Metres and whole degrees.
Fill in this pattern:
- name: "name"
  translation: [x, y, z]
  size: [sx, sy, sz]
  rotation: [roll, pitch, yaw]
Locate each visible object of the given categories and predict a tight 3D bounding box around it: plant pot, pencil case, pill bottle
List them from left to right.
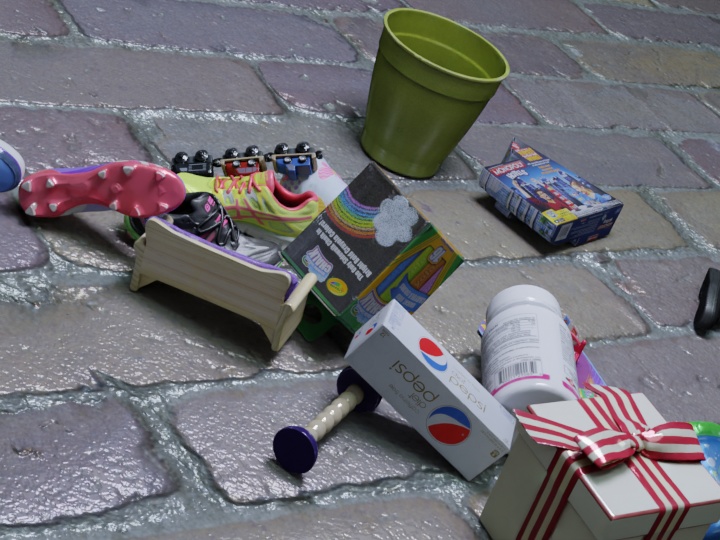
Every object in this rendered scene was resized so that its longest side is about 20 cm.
- name: "pencil case"
  translation: [-0.021, -0.065, 1.883]
  size: [0.200, 0.084, 0.090]
  rotation: [44, 14, 28]
- name: "plant pot"
  translation: [0.092, -0.250, 2.152]
  size: [0.198, 0.195, 0.201]
  rotation: [18, 30, -11]
- name: "pill bottle"
  translation: [0.197, 0.114, 1.714]
  size: [0.112, 0.114, 0.201]
  rotation: [19, 35, -11]

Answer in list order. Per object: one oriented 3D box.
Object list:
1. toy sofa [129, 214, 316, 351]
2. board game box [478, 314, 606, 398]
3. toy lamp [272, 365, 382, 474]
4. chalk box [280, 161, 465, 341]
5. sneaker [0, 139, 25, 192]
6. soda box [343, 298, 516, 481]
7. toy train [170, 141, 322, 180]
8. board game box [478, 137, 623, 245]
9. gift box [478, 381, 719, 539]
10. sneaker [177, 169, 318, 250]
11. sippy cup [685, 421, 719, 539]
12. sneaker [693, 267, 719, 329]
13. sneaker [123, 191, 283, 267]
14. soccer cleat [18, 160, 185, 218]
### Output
- name: "toy sofa"
  translation: [-0.153, -0.001, 1.642]
  size: [0.198, 0.099, 0.083]
  rotation: [21, 29, 10]
- name: "board game box"
  translation: [0.244, 0.103, 1.854]
  size: [0.156, 0.039, 0.201]
  rotation: [6, 34, -30]
- name: "toy lamp"
  translation: [-0.025, 0.149, 1.562]
  size: [0.058, 0.059, 0.200]
  rotation: [32, 29, 13]
- name: "chalk box"
  translation: [0.000, 0.000, 1.719]
  size: [0.125, 0.200, 0.124]
  rotation: [48, 4, 32]
- name: "sneaker"
  translation: [-0.471, -0.092, 1.593]
  size: [0.197, 0.081, 0.147]
  rotation: [15, 37, -19]
- name: "soda box"
  translation: [0.078, 0.131, 1.591]
  size: [0.200, 0.068, 0.064]
  rotation: [45, 27, -9]
- name: "toy train"
  translation: [-0.146, -0.134, 1.872]
  size: [0.197, 0.034, 0.046]
  rotation: [-5, 56, 4]
- name: "board game box"
  translation: [0.265, -0.118, 2.207]
  size: [0.199, 0.062, 0.199]
  rotation: [40, 33, 26]
- name: "gift box"
  translation: [0.236, 0.226, 1.495]
  size: [0.183, 0.188, 0.200]
  rotation: [-6, 42, -36]
- name: "sneaker"
  translation: [-0.141, -0.094, 1.829]
  size: [0.197, 0.091, 0.079]
  rotation: [17, 32, -12]
- name: "sippy cup"
  translation: [0.372, 0.260, 1.623]
  size: [0.175, 0.141, 0.131]
  rotation: [-1, 48, -17]
- name: "sneaker"
  translation: [0.556, 0.048, 2.163]
  size: [0.103, 0.061, 0.200]
  rotation: [23, 26, 6]
- name: "sneaker"
  translation: [-0.182, -0.046, 1.728]
  size: [0.197, 0.084, 0.077]
  rotation: [20, 30, -9]
- name: "soccer cleat"
  translation: [-0.296, -0.095, 1.683]
  size: [0.197, 0.068, 0.077]
  rotation: [-4, 14, 5]
